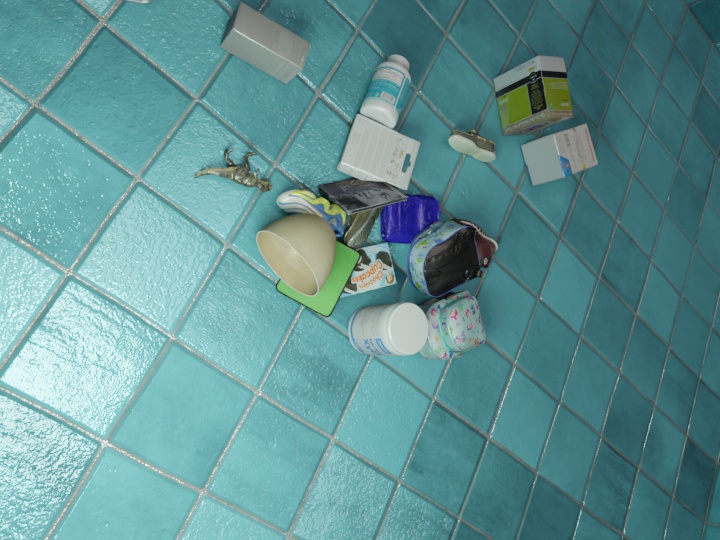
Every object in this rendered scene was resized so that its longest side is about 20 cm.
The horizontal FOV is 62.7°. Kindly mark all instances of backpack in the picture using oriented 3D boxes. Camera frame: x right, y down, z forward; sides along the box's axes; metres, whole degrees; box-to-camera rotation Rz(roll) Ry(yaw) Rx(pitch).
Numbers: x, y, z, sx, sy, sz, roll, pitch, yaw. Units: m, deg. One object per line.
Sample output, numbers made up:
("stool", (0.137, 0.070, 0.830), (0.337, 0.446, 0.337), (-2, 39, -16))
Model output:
("backpack", (0.221, -0.031, 1.666), (0.198, 0.146, 0.186), (-29, 121, -25))
("backpack", (0.248, 0.161, 1.680), (0.197, 0.150, 0.181), (-17, 94, -28))

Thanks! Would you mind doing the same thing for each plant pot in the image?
("plant pot", (-0.134, -0.058, 1.421), (0.135, 0.199, 0.201), (-46, 108, -26))

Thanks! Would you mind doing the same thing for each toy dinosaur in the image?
("toy dinosaur", (-0.299, -0.248, 1.436), (0.197, 0.047, 0.090), (10, 85, -28))

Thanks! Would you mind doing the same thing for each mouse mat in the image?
("mouse mat", (-0.106, 0.002, 1.510), (0.159, 0.008, 0.202), (28, 69, 1))

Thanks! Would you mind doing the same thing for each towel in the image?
("towel", (0.147, -0.151, 1.705), (0.197, 0.049, 0.151), (2, 82, -32))

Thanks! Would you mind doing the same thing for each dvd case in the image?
("dvd case", (0.008, -0.208, 1.579), (0.197, 0.149, 0.016), (-17, 132, -33))

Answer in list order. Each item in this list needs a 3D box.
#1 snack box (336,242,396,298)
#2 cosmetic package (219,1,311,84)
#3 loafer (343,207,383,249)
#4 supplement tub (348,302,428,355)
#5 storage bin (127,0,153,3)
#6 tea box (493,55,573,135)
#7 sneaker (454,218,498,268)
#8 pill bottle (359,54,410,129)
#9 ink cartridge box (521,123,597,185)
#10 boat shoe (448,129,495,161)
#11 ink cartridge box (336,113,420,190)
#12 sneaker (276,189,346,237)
("snack box", (0.000, 0.000, 1.598), (0.197, 0.037, 0.119), (-14, 90, -33))
("cosmetic package", (-0.239, -0.564, 1.477), (0.198, 0.106, 0.092), (26, 71, -29))
("loafer", (0.002, -0.142, 1.604), (0.069, 0.076, 0.201), (22, 58, 16))
("supplement tub", (0.067, 0.153, 1.526), (0.130, 0.199, 0.135), (4, 82, -31))
("storage bin", (-0.491, -0.711, 1.289), (0.143, 0.199, 0.137), (-4, 76, -32))
("tea box", (0.564, -0.567, 1.936), (0.132, 0.199, 0.201), (-8, 89, -33))
("sneaker", (0.339, -0.069, 1.805), (0.198, 0.075, 0.117), (28, 73, -27))
("pill bottle", (0.077, -0.507, 1.669), (0.110, 0.110, 0.203), (30, 69, -26))
("ink cartridge box", (0.682, -0.395, 2.021), (0.198, 0.144, 0.150), (-20, 95, -32))
("boat shoe", (0.351, -0.402, 1.857), (0.199, 0.071, 0.062), (15, 74, -37))
("ink cartridge box", (0.050, -0.318, 1.632), (0.197, 0.057, 0.165), (23, 70, -14))
("sneaker", (-0.118, -0.136, 1.500), (0.197, 0.076, 0.107), (10, 53, -31))
